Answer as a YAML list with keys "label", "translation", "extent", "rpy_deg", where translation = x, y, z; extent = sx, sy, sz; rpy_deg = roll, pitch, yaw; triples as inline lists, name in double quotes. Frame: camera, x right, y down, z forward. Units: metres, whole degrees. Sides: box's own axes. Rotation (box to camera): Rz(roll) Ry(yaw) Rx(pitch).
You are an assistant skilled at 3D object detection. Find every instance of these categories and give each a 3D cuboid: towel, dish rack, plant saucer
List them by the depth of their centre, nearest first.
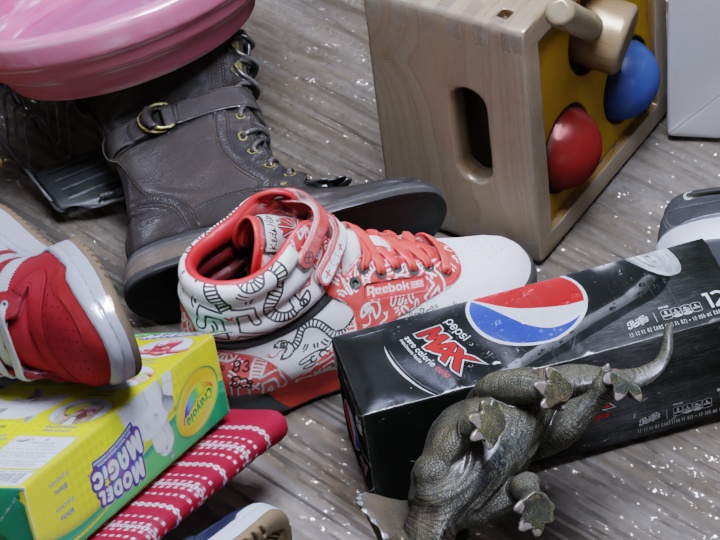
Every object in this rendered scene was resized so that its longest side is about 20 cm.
- label: "towel"
  translation: [-0.138, 0.110, 1.045]
  extent: [0.144, 0.023, 0.200]
  rpy_deg: [-1, 20, 28]
- label: "plant saucer"
  translation: [-0.141, -0.155, 1.289]
  extent: [0.200, 0.051, 0.201]
  rpy_deg: [-15, 26, 7]
- label: "dish rack"
  translation: [-0.163, -0.116, 1.356]
  extent: [0.153, 0.055, 0.200]
  rpy_deg: [-25, 43, -18]

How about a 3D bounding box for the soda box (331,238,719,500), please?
- label: "soda box"
  translation: [0.091, 0.051, 1.105]
  extent: [0.200, 0.071, 0.063]
  rpy_deg: [-15, 40, -7]

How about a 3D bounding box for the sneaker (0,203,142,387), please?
- label: "sneaker"
  translation: [-0.184, 0.026, 1.034]
  extent: [0.112, 0.071, 0.200]
  rpy_deg: [-23, 22, -23]

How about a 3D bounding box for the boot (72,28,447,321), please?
- label: "boot"
  translation: [-0.061, -0.069, 1.243]
  extent: [0.200, 0.069, 0.174]
  rpy_deg: [-13, 53, 3]

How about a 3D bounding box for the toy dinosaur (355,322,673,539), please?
- label: "toy dinosaur"
  translation: [0.065, 0.075, 1.020]
  extent: [0.200, 0.077, 0.102]
  rpy_deg: [-50, 18, -26]

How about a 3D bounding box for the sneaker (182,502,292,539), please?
- label: "sneaker"
  translation: [-0.128, 0.161, 1.015]
  extent: [0.108, 0.070, 0.200]
  rpy_deg: [25, 53, 31]

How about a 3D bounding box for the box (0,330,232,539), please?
- label: "box"
  translation: [-0.147, 0.077, 1.043]
  extent: [0.117, 0.048, 0.200]
  rpy_deg: [-1, 22, 27]

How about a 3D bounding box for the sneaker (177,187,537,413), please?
- label: "sneaker"
  translation: [0.000, 0.001, 1.150]
  extent: [0.201, 0.108, 0.067]
  rpy_deg: [-20, 42, -14]

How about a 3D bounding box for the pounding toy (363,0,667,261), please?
- label: "pounding toy"
  translation: [0.099, -0.123, 1.207]
  extent: [0.142, 0.200, 0.184]
  rpy_deg: [19, 48, 28]

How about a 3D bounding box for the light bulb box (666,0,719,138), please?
- label: "light bulb box"
  translation: [0.247, -0.211, 1.286]
  extent: [0.125, 0.198, 0.200]
  rpy_deg: [5, 43, 12]

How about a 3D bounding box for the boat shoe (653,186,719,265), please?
- label: "boat shoe"
  translation: [0.255, -0.023, 1.172]
  extent: [0.200, 0.070, 0.066]
  rpy_deg: [-7, 41, 13]
